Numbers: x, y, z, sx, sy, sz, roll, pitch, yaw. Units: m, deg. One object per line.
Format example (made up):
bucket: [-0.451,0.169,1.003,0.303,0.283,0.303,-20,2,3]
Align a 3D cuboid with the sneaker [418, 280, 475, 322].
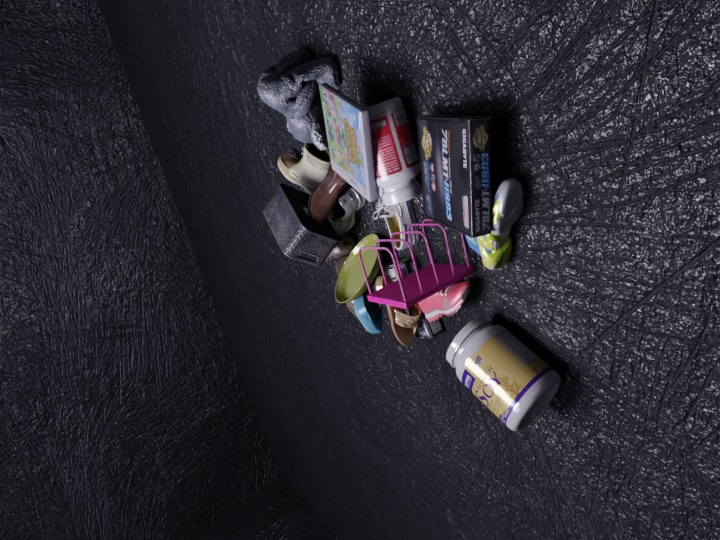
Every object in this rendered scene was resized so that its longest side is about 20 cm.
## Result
sneaker: [0.178,0.056,1.195,0.087,0.074,0.200,45,152,-2]

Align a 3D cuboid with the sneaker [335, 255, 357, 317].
sneaker: [-0.012,0.053,1.539,0.203,0.070,0.075,63,151,-1]

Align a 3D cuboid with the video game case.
video game case: [-0.027,-0.270,1.120,0.182,0.022,0.202,47,153,44]

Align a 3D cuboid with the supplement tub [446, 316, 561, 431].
supplement tub: [0.286,0.205,1.084,0.200,0.144,0.147,42,146,33]

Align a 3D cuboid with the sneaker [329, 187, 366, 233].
sneaker: [-0.056,-0.157,1.423,0.075,0.081,0.200,55,151,13]

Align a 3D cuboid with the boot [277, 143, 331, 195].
boot: [-0.153,-0.303,1.475,0.200,0.072,0.156,43,147,21]

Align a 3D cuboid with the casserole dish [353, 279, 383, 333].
casserole dish: [0.018,0.087,1.427,0.122,0.038,0.202,57,-162,-32]

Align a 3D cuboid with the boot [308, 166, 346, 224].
boot: [-0.048,-0.215,1.285,0.064,0.189,0.199,27,161,-21]

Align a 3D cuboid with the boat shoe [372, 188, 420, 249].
boat shoe: [0.067,-0.142,1.224,0.074,0.085,0.205,7,120,57]

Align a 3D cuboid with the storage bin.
storage bin: [-0.157,-0.121,1.399,0.094,0.134,0.201,-50,49,21]

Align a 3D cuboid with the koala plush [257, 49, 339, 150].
koala plush: [-0.145,-0.399,1.300,0.177,0.183,0.202,35,153,42]

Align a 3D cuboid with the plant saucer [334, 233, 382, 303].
plant saucer: [0.000,0.000,1.393,0.031,0.203,0.199,29,161,-22]

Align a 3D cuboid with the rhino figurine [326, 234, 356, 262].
rhino figurine: [-0.085,-0.061,1.535,0.199,0.086,0.061,-21,67,56]

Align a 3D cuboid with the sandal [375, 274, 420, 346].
sandal: [0.108,0.099,1.268,0.069,0.078,0.214,-8,123,35]

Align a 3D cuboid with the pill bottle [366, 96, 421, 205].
pill bottle: [0.061,-0.247,1.117,0.112,0.111,0.203,5,118,58]

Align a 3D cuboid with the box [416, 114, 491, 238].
box: [0.170,-0.181,0.980,0.198,0.049,0.204,-136,37,-65]

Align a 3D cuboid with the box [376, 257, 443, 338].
box: [0.118,0.072,1.360,0.160,0.049,0.203,-12,103,60]

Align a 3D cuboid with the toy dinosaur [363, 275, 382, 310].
toy dinosaur: [0.061,0.058,1.351,0.199,0.047,0.090,10,114,55]

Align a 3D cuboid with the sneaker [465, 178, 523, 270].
sneaker: [0.235,-0.096,0.990,0.105,0.075,0.202,41,146,36]

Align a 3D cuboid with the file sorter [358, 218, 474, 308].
file sorter: [0.115,-0.024,1.128,0.138,0.198,0.128,6,117,57]
